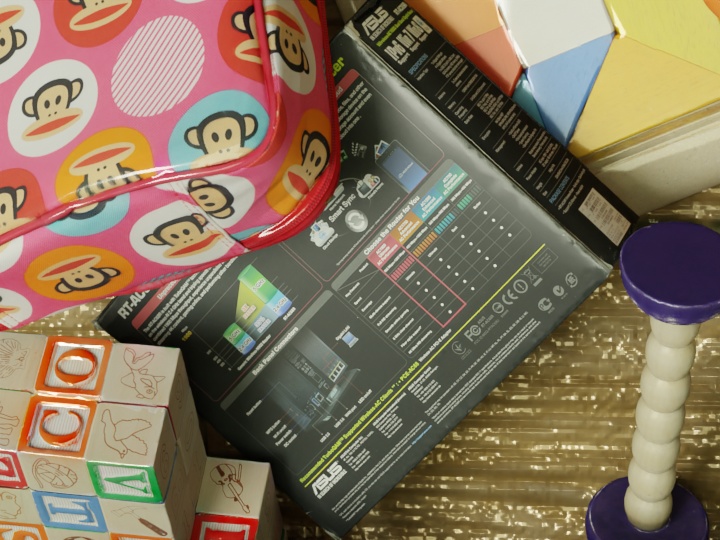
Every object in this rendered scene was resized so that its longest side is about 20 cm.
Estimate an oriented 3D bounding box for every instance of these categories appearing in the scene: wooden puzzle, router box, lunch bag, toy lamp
[{"bbox_3d":[0.087,-0.114,1.003,0.184,0.037,0.201,-22,99,12],"label":"wooden puzzle"},{"bbox_3d":[0.000,0.000,1.004,0.150,0.062,0.200,42,121,-3],"label":"router box"},{"bbox_3d":[-0.111,-0.080,0.938,0.199,0.082,0.177,-17,62,20],"label":"lunch bag"},{"bbox_3d":[0.129,0.072,0.992,0.058,0.058,0.201,8,134,7],"label":"toy lamp"}]

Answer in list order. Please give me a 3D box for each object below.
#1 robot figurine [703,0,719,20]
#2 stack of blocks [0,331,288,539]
[{"bbox_3d":[0.203,-0.143,0.935,0.144,0.117,0.200,-41,101,9],"label":"robot figurine"},{"bbox_3d":[-0.098,0.111,1.011,0.114,0.059,0.201,4,144,9],"label":"stack of blocks"}]
